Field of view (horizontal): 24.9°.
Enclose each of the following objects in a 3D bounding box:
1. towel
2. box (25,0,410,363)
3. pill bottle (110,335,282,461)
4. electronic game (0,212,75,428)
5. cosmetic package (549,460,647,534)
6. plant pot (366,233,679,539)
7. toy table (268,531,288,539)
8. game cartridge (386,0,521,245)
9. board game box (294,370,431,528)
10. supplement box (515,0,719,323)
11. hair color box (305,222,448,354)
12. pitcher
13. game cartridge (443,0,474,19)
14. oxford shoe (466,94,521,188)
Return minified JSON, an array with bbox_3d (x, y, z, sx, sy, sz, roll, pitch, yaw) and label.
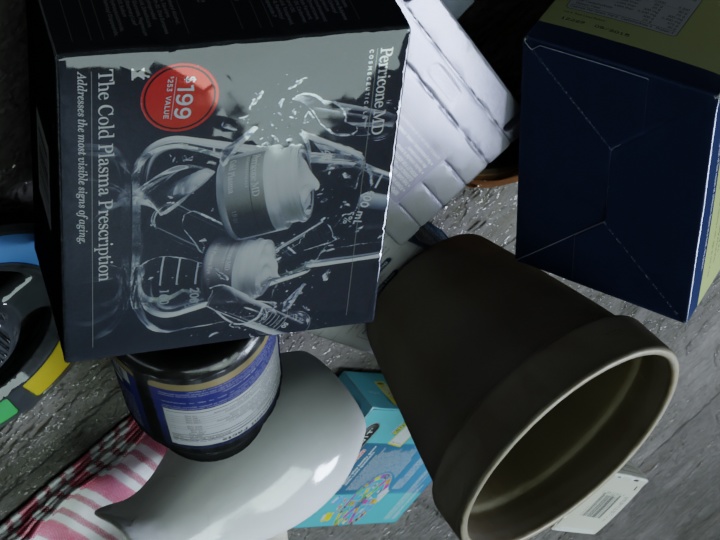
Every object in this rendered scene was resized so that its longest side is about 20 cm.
[{"bbox_3d":[-0.197,0.190,1.263,0.200,0.030,0.146,-41,153,-1],"label":"towel"},{"bbox_3d":[-0.081,-0.067,0.881,0.181,0.104,0.201,-8,131,-17],"label":"box"},{"bbox_3d":[-0.108,0.055,1.080,0.112,0.112,0.200,-32,160,-15],"label":"pill bottle"},{"bbox_3d":[-0.243,0.044,0.989,0.199,0.042,0.200,-30,150,-19],"label":"electronic game"},{"bbox_3d":[0.148,0.130,1.419,0.073,0.200,0.103,-48,150,13],"label":"cosmetic package"},{"bbox_3d":[0.100,0.072,1.177,0.199,0.174,0.201,-30,150,-19],"label":"plant pot"},{"bbox_3d":[-0.093,0.264,1.320,0.117,0.199,0.184,50,46,-26],"label":"toy table"},{"bbox_3d":[0.020,-0.103,1.024,0.129,0.038,0.200,-39,145,6],"label":"game cartridge"},{"bbox_3d":[0.009,0.161,1.454,0.151,0.047,0.200,-50,150,19],"label":"board game box"},{"bbox_3d":[0.211,-0.116,1.117,0.200,0.134,0.201,-50,151,-37],"label":"supplement box"},{"bbox_3d":[0.000,0.000,1.201,0.100,0.061,0.200,-47,151,12],"label":"hair color box"},{"bbox_3d":[-0.097,0.161,1.235,0.200,0.121,0.172,-40,168,-18],"label":"pitcher"},{"bbox_3d":[-0.008,-0.175,0.973,0.133,0.041,0.200,-42,152,10],"label":"game cartridge"},{"bbox_3d":[0.086,-0.084,1.185,0.199,0.072,0.071,-8,149,-43],"label":"oxford shoe"}]
